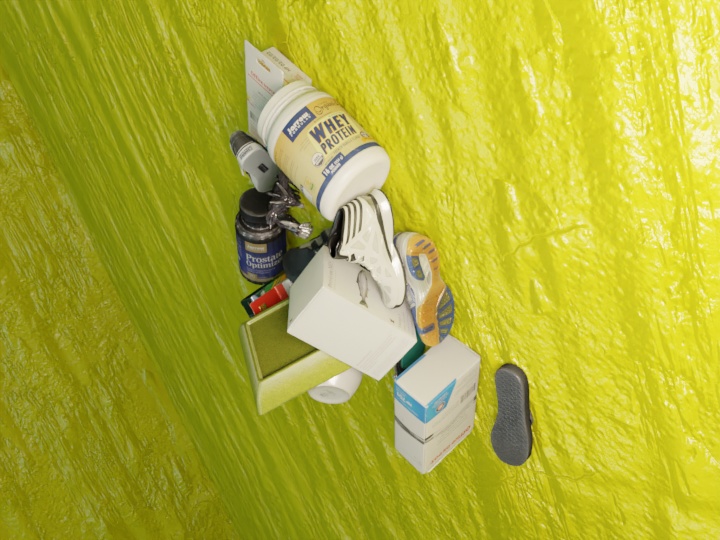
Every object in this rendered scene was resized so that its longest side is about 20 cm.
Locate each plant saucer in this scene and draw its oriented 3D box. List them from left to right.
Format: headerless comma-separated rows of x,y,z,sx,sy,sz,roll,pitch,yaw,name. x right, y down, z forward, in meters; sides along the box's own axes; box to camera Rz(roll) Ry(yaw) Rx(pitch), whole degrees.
-0.129,0.127,1.412,0.048,0.197,0.202,56,-172,-50,plant saucer

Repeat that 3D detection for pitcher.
-0.031,0.151,1.488,0.170,0.204,0.120,30,140,-33,pitcher

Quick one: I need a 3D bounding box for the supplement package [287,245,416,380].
-0.015,0.074,1.340,0.197,0.118,0.118,29,122,-22,supplement package

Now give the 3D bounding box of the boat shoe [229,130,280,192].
-0.203,-0.211,1.502,0.069,0.073,0.199,52,-174,16,boat shoe

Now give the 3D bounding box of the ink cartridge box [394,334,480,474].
0.134,0.239,1.387,0.085,0.145,0.203,35,145,31,ink cartridge box

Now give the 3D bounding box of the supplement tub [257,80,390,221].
-0.063,-0.196,1.270,0.200,0.143,0.146,46,150,18,supplement tub

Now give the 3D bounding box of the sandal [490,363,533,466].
0.262,0.245,1.311,0.075,0.042,0.205,22,127,37,sandal

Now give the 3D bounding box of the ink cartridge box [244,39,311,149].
-0.144,-0.304,1.372,0.115,0.067,0.202,43,149,27,ink cartridge box

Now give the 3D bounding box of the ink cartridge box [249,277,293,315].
-0.101,0.081,1.547,0.050,0.199,0.165,-19,103,51,ink cartridge box

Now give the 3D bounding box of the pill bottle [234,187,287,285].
-0.211,-0.074,1.664,0.111,0.111,0.203,40,148,28,pill bottle

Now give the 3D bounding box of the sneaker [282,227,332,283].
-0.068,-0.031,1.475,0.198,0.088,0.076,-24,89,44,sneaker

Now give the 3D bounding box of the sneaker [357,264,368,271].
0.000,0.000,1.437,0.086,0.080,0.203,40,146,31,sneaker

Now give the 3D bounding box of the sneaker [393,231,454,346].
0.102,0.027,1.322,0.088,0.074,0.205,26,132,59,sneaker

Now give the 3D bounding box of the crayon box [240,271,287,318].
-0.133,0.064,1.592,0.051,0.199,0.128,-18,105,51,crayon box

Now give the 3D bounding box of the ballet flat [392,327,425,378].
0.085,0.166,1.478,0.073,0.073,0.203,33,145,37,ballet flat

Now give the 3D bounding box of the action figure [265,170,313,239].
-0.128,-0.127,1.459,0.200,0.099,0.122,-170,93,-84,action figure

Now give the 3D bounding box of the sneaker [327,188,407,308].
0.003,-0.020,1.263,0.075,0.113,0.205,28,135,59,sneaker
